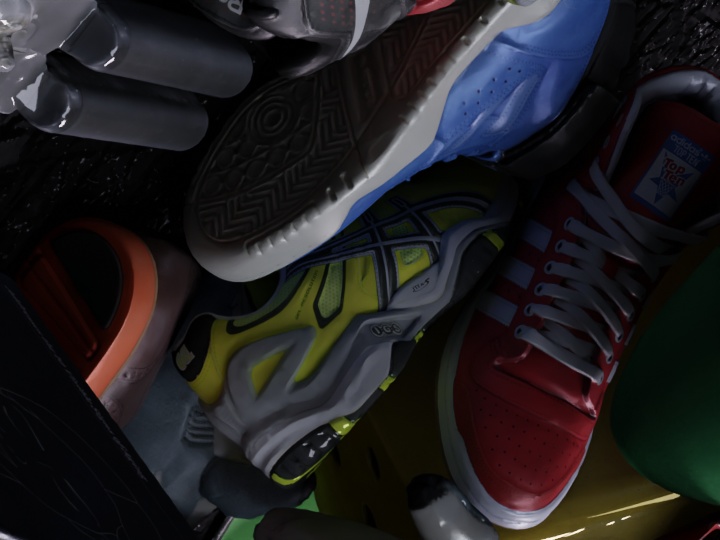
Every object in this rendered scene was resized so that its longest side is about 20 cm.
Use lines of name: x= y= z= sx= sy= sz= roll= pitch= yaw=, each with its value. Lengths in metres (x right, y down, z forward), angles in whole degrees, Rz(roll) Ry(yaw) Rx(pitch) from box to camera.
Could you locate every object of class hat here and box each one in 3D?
hat: x=0.116 y=0.067 z=1.136 sx=0.176 sy=0.166 sz=0.200 roll=-30 pitch=166 yaw=26

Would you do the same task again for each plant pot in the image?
plant pot: x=0.083 y=0.086 z=1.290 sx=0.176 sy=0.200 sz=0.200 roll=-17 pitch=142 yaw=-15

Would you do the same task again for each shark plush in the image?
shark plush: x=-0.113 y=0.079 z=1.207 sx=0.200 sy=0.091 sz=0.083 roll=-30 pitch=127 yaw=11
shark plush: x=0.055 y=0.145 z=1.151 sx=0.200 sy=0.083 sz=0.091 roll=22 pitch=77 yaw=-18

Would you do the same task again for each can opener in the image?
can opener: x=-0.107 y=-0.083 z=0.992 sx=0.053 sy=0.067 sz=0.200 roll=-49 pitch=162 yaw=13

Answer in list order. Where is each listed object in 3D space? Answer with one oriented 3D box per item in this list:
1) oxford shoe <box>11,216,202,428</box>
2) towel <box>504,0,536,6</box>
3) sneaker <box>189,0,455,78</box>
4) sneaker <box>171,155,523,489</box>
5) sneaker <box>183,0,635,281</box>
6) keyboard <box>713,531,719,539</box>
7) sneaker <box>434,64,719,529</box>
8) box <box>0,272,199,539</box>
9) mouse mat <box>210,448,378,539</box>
oxford shoe: x=-0.128 y=0.070 z=1.139 sx=0.200 sy=0.071 sz=0.072 roll=-51 pitch=154 yaw=16
towel: x=0.085 y=-0.209 z=1.017 sx=0.171 sy=0.048 sz=0.200 roll=-43 pitch=145 yaw=-11
sneaker: x=-0.024 y=-0.132 z=0.990 sx=0.098 sy=0.071 sz=0.201 roll=-39 pitch=151 yaw=-9
sneaker: x=0.000 y=0.000 z=1.170 sx=0.075 sy=0.076 sz=0.200 roll=-50 pitch=180 yaw=43
sneaker: x=0.028 y=-0.054 z=1.144 sx=0.200 sy=0.077 sz=0.111 roll=-47 pitch=141 yaw=-3
keyboard: x=0.127 y=0.143 z=1.220 sx=0.104 sy=0.040 sz=0.200 roll=-13 pitch=145 yaw=-41
sneaker: x=0.097 y=0.003 z=1.161 sx=0.112 sy=0.071 sz=0.200 roll=-38 pitch=-153 yaw=51
box: x=-0.160 y=0.079 z=0.982 sx=0.124 sy=0.200 sz=0.197 roll=-44 pitch=150 yaw=8
mouse mat: x=-0.004 y=0.127 z=1.416 sx=0.200 sy=0.008 sz=0.161 roll=-2 pitch=132 yaw=-48
